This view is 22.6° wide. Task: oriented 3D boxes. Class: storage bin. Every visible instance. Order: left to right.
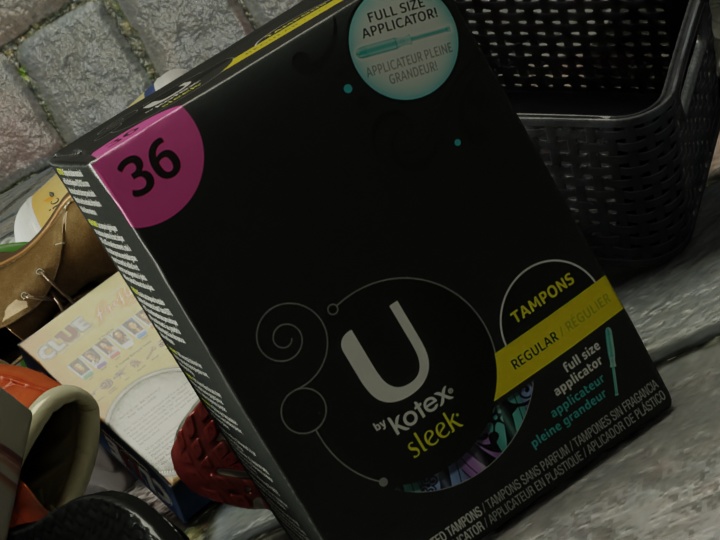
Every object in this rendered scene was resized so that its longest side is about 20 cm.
[{"bbox_3d":[0.071,-0.083,0.901,0.200,0.094,0.135,4,44,20],"label":"storage bin"}]

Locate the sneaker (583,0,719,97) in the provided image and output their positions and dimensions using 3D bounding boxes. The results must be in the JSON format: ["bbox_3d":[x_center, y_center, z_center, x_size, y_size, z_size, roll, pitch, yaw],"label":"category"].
[{"bbox_3d":[0.188,-0.124,1.079,0.091,0.076,0.200,-44,14,-22],"label":"sneaker"}]

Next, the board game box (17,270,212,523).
[{"bbox_3d":[-0.061,0.025,0.952,0.200,0.035,0.135,-38,53,-21],"label":"board game box"}]

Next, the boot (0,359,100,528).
[{"bbox_3d":[-0.200,0.134,0.878,0.107,0.075,0.200,5,63,42],"label":"boot"}]

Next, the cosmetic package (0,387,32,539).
[{"bbox_3d":[-0.219,0.135,0.769,0.103,0.087,0.200,-23,43,30],"label":"cosmetic package"}]

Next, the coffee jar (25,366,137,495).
[{"bbox_3d":[-0.126,0.056,1.057,0.104,0.085,0.200,-20,16,40],"label":"coffee jar"}]

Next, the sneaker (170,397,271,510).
[{"bbox_3d":[0.000,0.051,0.835,0.200,0.078,0.082,-26,5,-26],"label":"sneaker"}]

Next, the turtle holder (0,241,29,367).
[{"bbox_3d":[-0.207,0.047,1.169,0.186,0.141,0.132,-41,-1,-25],"label":"turtle holder"}]

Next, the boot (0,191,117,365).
[{"bbox_3d":[-0.164,0.008,1.019,0.200,0.074,0.075,-31,29,23],"label":"boot"}]

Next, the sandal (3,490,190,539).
[{"bbox_3d":[-0.108,0.128,0.775,0.048,0.075,0.200,-18,3,-34],"label":"sandal"}]

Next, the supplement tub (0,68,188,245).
[{"bbox_3d":[-0.154,-0.030,1.286,0.200,0.144,0.144,-42,11,9],"label":"supplement tub"}]

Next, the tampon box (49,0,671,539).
[{"bbox_3d":[-0.003,0.002,0.714,0.150,0.200,0.126,-34,13,-12],"label":"tampon box"}]
